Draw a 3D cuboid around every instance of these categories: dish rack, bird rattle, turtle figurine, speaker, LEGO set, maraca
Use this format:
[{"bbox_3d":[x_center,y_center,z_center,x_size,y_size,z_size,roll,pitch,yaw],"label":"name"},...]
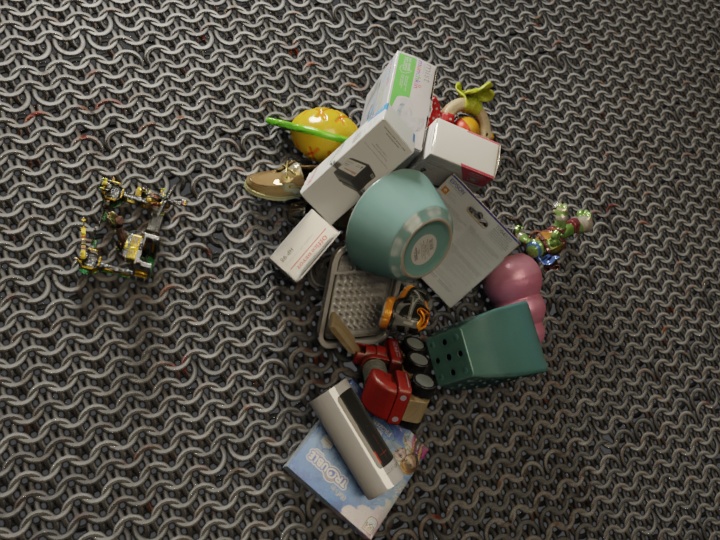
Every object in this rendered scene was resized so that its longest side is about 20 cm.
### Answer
[{"bbox_3d":[-0.004,0.043,1.276,0.170,0.043,0.203,-2,110,-38],"label":"dish rack"},{"bbox_3d":[0.219,-0.327,1.503,0.199,0.112,0.164,-36,105,-23],"label":"bird rattle"},{"bbox_3d":[0.400,-0.109,1.472,0.193,0.145,0.200,-14,52,-41],"label":"turtle figurine"},{"bbox_3d":[-0.007,0.293,1.189,0.081,0.081,0.201,-29,85,-25],"label":"speaker"},{"bbox_3d":[-0.403,-0.075,1.176,0.152,0.116,0.202,24,67,-12],"label":"LEGO set"},{"bbox_3d":[-0.090,-0.272,1.353,0.197,0.137,0.108,13,95,-7],"label":"maraca"}]

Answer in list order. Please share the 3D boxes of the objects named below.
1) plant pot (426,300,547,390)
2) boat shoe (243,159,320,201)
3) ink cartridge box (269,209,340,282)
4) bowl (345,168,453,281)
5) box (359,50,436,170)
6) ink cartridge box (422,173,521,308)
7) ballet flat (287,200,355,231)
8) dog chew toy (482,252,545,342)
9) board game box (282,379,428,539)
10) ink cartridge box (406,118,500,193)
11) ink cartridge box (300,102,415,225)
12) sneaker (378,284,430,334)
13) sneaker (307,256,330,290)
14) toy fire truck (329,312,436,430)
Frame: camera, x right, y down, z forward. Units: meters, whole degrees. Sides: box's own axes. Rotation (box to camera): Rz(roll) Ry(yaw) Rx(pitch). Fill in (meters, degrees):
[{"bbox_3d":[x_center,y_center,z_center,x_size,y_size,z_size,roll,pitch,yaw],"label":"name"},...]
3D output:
[{"bbox_3d":[0.229,0.152,1.297,0.199,0.141,0.143,-4,74,-45],"label":"plant pot"},{"bbox_3d":[-0.128,-0.181,1.329,0.198,0.067,0.074,-5,45,-26],"label":"boat shoe"},{"bbox_3d":[-0.102,-0.042,1.221,0.067,0.200,0.116,41,84,-4],"label":"ink cartridge box"},{"bbox_3d":[0.084,-0.062,1.177,0.199,0.203,0.105,-27,44,-25],"label":"bowl"},{"bbox_3d":[0.068,-0.305,1.392,0.096,0.176,0.202,18,69,-15],"label":"box"},{"bbox_3d":[0.184,-0.060,1.369,0.200,0.200,0.041,46,21,-3],"label":"ink cartridge box"},{"bbox_3d":[-0.049,-0.115,1.362,0.197,0.046,0.068,1,73,-20],"label":"ballet flat"},{"bbox_3d":[0.327,0.069,1.412,0.123,0.124,0.203,-13,86,-23],"label":"dog chew toy"},{"bbox_3d":[-0.004,0.341,1.242,0.200,0.043,0.200,41,65,-4],"label":"board game box"},{"bbox_3d":[0.171,-0.209,1.389,0.145,0.200,0.084,18,71,-14],"label":"ink cartridge box"},{"bbox_3d":[-0.002,-0.192,1.220,0.084,0.199,0.145,46,19,-14],"label":"ink cartridge box"},{"bbox_3d":[0.098,0.082,1.296,0.076,0.200,0.079,17,105,18],"label":"sneaker"},{"bbox_3d":[0.000,0.000,1.325,0.198,0.082,0.076,-10,77,-23],"label":"sneaker"},{"bbox_3d":[0.026,0.171,1.225,0.197,0.130,0.177,13,27,-12],"label":"toy fire truck"}]
